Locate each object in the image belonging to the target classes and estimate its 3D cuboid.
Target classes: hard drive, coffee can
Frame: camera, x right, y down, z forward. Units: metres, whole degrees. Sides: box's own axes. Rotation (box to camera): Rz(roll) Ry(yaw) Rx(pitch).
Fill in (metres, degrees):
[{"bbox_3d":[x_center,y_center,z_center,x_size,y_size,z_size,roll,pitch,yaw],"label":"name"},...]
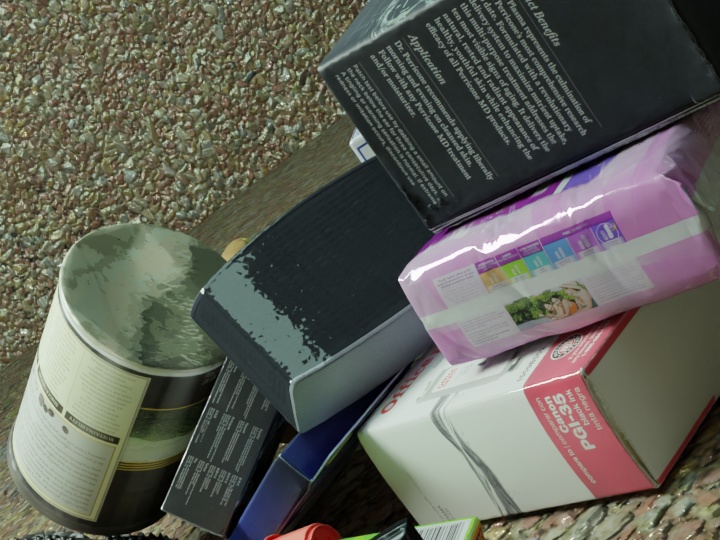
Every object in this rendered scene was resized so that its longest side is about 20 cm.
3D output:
[{"bbox_3d":[0.000,0.000,0.966,0.199,0.135,0.042,-36,-32,-18],"label":"hard drive"},{"bbox_3d":[-0.181,0.085,1.150,0.146,0.146,0.201,-49,-11,-49],"label":"coffee can"}]

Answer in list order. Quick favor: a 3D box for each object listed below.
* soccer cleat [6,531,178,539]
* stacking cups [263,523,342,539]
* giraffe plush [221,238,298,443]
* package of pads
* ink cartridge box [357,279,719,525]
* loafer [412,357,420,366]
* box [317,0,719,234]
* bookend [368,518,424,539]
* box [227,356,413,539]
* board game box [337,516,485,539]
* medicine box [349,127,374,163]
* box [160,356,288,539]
[{"bbox_3d":[-0.207,0.247,1.184,0.199,0.074,0.068,-6,-3,36],"label":"soccer cleat"},{"bbox_3d":[-0.091,0.216,0.972,0.199,0.061,0.061,-24,16,33],"label":"stacking cups"},{"bbox_3d":[-0.014,0.054,1.225,0.199,0.174,0.161,1,-6,-44],"label":"giraffe plush"},{"bbox_3d":[0.128,-0.025,0.826,0.199,0.076,0.120,-23,15,43],"label":"package of pads"},{"bbox_3d":[0.113,0.068,0.889,0.199,0.083,0.147,-22,19,49],"label":"ink cartridge box"},{"bbox_3d":[0.071,0.056,1.099,0.199,0.069,0.076,-15,-19,23],"label":"loafer"},{"bbox_3d":[0.111,-0.151,0.844,0.196,0.124,0.200,-23,22,34],"label":"box"},{"bbox_3d":[-0.037,0.234,0.644,0.198,0.092,0.200,-33,13,11],"label":"bookend"},{"bbox_3d":[-0.031,0.128,0.998,0.121,0.032,0.200,-46,-9,-43],"label":"box"},{"bbox_3d":[-0.033,0.185,0.842,0.198,0.030,0.096,-11,16,19],"label":"board game box"},{"bbox_3d":[0.121,-0.095,1.263,0.199,0.183,0.103,-32,11,12],"label":"medicine box"},{"bbox_3d":[-0.073,0.089,1.067,0.158,0.049,0.201,95,-163,-79],"label":"box"}]
